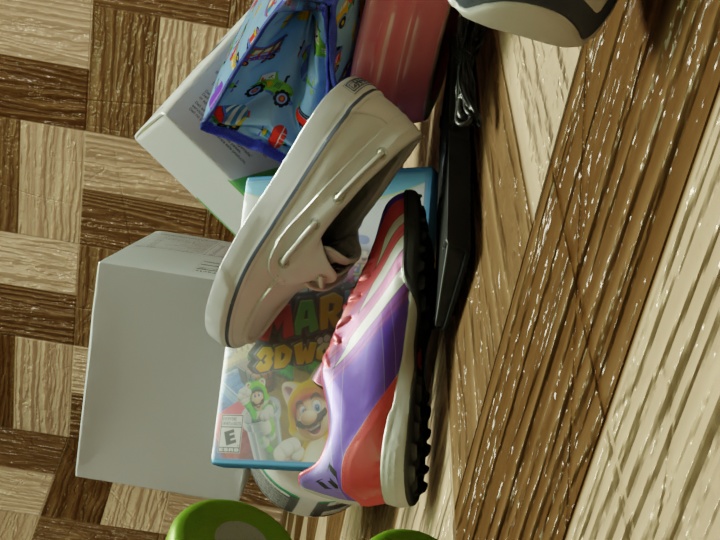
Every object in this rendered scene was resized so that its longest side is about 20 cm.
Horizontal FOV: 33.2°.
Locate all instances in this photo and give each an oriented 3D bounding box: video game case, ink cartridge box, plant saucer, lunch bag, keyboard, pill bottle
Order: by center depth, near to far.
[{"bbox_3d":[0.060,-0.075,0.725,0.201,0.020,0.128,-86,0,-45],"label":"keyboard"},{"bbox_3d":[-0.024,-0.181,0.768,0.200,0.093,0.152,117,176,-62],"label":"lunch bag"},{"bbox_3d":[-0.023,0.031,0.799,0.018,0.142,0.202,37,-125,-61],"label":"video game case"},{"bbox_3d":[0.042,-0.180,0.803,0.201,0.050,0.203,17,-90,-86],"label":"plant saucer"},{"bbox_3d":[-0.050,-0.129,0.928,0.200,0.146,0.084,-52,15,-22],"label":"ink cartridge box"},{"bbox_3d":[-0.034,0.133,0.951,0.200,0.112,0.114,112,167,-73],"label":"pill bottle"}]

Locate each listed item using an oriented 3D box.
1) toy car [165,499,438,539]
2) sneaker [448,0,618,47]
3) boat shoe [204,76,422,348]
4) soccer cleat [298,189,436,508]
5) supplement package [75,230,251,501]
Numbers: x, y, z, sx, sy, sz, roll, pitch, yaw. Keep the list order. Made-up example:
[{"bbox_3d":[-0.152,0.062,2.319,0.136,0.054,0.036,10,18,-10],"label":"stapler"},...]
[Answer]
[{"bbox_3d":[-0.026,0.221,0.457,0.201,0.156,0.165,-107,35,-56],"label":"toy car"},{"bbox_3d":[0.070,-0.184,0.397,0.130,0.079,0.200,111,173,-47],"label":"sneaker"},{"bbox_3d":[-0.031,-0.020,0.746,0.073,0.065,0.201,-27,-29,-57],"label":"boat shoe"},{"bbox_3d":[0.007,0.041,0.723,0.068,0.072,0.202,64,-152,-61],"label":"soccer cleat"},{"bbox_3d":[-0.153,0.079,1.093,0.200,0.145,0.193,-68,-13,-81],"label":"supplement package"}]
